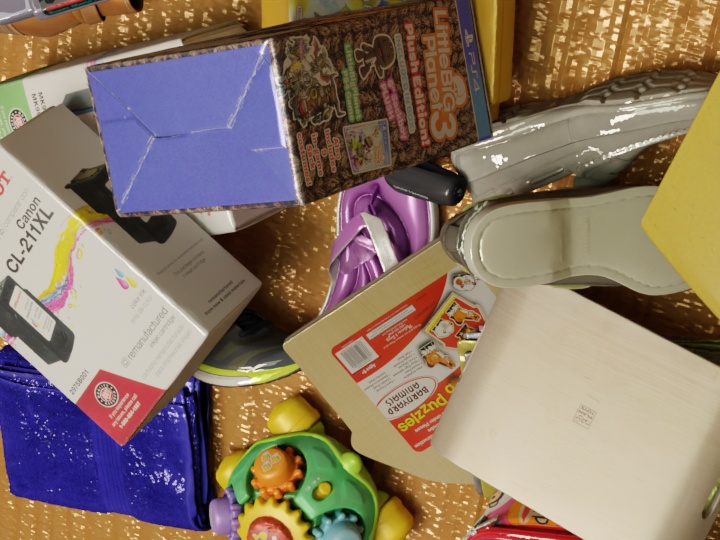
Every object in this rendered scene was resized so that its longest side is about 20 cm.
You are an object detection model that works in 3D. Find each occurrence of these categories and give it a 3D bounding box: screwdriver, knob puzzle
[{"bbox_3d":[-0.010,-0.083,1.110,0.200,0.029,0.028,20,101,31],"label":"screwdriver"},{"bbox_3d":[0.074,0.075,1.137,0.220,0.030,0.220,2,115,4],"label":"knob puzzle"}]

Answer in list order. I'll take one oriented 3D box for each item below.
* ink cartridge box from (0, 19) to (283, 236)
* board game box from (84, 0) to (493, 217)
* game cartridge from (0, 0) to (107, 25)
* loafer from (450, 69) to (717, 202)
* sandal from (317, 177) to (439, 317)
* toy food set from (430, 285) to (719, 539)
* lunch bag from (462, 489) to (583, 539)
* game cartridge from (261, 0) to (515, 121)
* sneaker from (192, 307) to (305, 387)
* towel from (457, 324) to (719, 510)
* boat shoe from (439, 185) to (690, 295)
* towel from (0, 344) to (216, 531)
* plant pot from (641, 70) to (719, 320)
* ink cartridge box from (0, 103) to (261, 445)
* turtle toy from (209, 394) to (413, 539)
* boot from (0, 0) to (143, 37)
[{"bbox_3d":[-0.168,-0.094,1.164,0.200,0.088,0.145,-8,104,30],"label":"ink cartridge box"},{"bbox_3d":[-0.041,-0.106,0.981,0.159,0.200,0.097,-1,104,40],"label":"board game box"},{"bbox_3d":[-0.182,-0.259,1.101,0.200,0.038,0.130,-15,88,7],"label":"game cartridge"},{"bbox_3d":[0.155,-0.085,1.036,0.200,0.070,0.070,-11,108,36],"label":"loafer"},{"bbox_3d":[0.007,0.002,1.143,0.082,0.050,0.203,19,115,18],"label":"sandal"},{"bbox_3d":[0.158,0.098,1.044,0.200,0.060,0.144,28,99,22],"label":"toy food set"},{"bbox_3d":[0.150,0.249,1.132,0.176,0.082,0.200,3,122,22],"label":"lunch bag"},{"bbox_3d":[0.015,-0.198,1.054,0.200,0.032,0.176,15,114,36],"label":"game cartridge"},{"bbox_3d":[-0.117,0.037,1.194,0.200,0.074,0.081,12,107,28],"label":"sneaker"},{"bbox_3d":[0.171,0.108,1.099,0.200,0.023,0.144,2,115,15],"label":"towel"},{"bbox_3d":[0.150,-0.022,1.015,0.060,0.202,0.072,-161,71,-65],"label":"boat shoe"},{"bbox_3d":[-0.218,0.142,1.298,0.200,0.050,0.148,6,109,23],"label":"towel"},{"bbox_3d":[0.288,-0.052,0.916,0.176,0.200,0.200,33,118,18],"label":"plant pot"},{"bbox_3d":[-0.195,0.004,1.115,0.200,0.083,0.146,41,128,2],"label":"ink cartridge box"},{"bbox_3d":[-0.064,0.205,1.218,0.146,0.101,0.200,46,120,4],"label":"turtle toy"},{"bbox_3d":[-0.243,-0.274,1.150,0.155,0.077,0.200,-2,101,21],"label":"boot"}]
